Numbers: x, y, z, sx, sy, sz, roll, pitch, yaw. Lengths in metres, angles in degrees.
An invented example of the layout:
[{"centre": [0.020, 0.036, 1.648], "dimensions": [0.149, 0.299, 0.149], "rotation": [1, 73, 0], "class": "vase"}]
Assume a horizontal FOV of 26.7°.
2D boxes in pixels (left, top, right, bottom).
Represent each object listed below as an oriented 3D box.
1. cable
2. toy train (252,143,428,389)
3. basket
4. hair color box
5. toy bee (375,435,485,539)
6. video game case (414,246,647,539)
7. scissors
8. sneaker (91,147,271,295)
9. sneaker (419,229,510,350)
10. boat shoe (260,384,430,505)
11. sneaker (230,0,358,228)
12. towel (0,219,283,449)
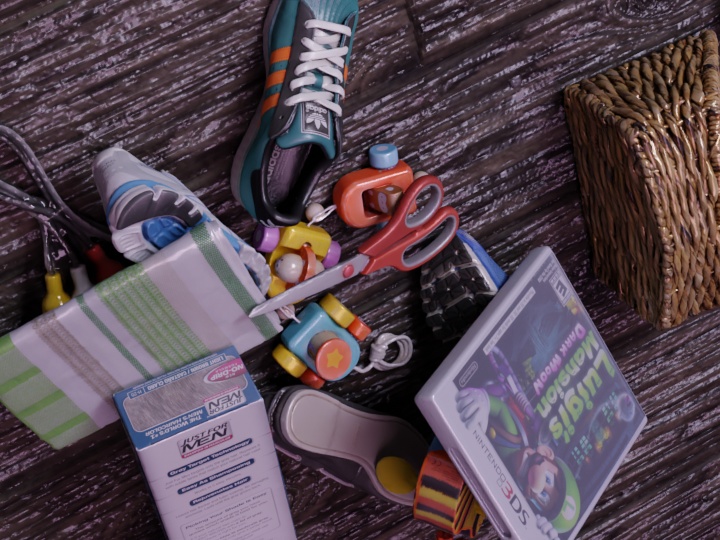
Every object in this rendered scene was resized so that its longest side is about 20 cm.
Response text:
[{"centre": [-0.209, -0.026, 1.086], "dimensions": [0.097, 0.050, 0.200], "rotation": [-28, 123, -11], "class": "cable"}, {"centre": [-0.004, 0.009, 1.192], "dimensions": [0.150, 0.056, 0.201], "rotation": [-12, 117, -18], "class": "toy train"}, {"centre": [0.270, -0.071, 1.226], "dimensions": [0.149, 0.143, 0.200], "rotation": [-22, 120, -13], "class": "basket"}, {"centre": [-0.115, 0.154, 1.166], "dimensions": [0.100, 0.061, 0.200], "rotation": [-22, 141, -12], "class": "hair color box"}, {"centre": [0.089, 0.186, 1.232], "dimensions": [0.200, 0.131, 0.109], "rotation": [3, 106, -51], "class": "toy bee"}, {"centre": [0.140, 0.109, 1.187], "dimensions": [0.200, 0.023, 0.182], "rotation": [-48, 114, -41], "class": "video game case"}, {"centre": [0.000, 0.000, 1.144], "dimensions": [0.200, 0.014, 0.073], "rotation": [-39, 138, -24], "class": "scissors"}, {"centre": [-0.132, -0.029, 1.111], "dimensions": [0.075, 0.087, 0.200], "rotation": [-37, 146, -1], "class": "sneaker"}, {"centre": [0.122, 0.043, 1.259], "dimensions": [0.200, 0.078, 0.089], "rotation": [55, 43, -20], "class": "sneaker"}, {"centre": [-0.011, 0.141, 1.253], "dimensions": [0.200, 0.057, 0.067], "rotation": [32, 72, -42], "class": "boat shoe"}, {"centre": [-0.037, -0.125, 1.100], "dimensions": [0.071, 0.080, 0.201], "rotation": [8, 106, -27], "class": "sneaker"}, {"centre": [-0.167, 0.046, 1.086], "dimensions": [0.200, 0.031, 0.149], "rotation": [-27, 145, 0], "class": "towel"}]
